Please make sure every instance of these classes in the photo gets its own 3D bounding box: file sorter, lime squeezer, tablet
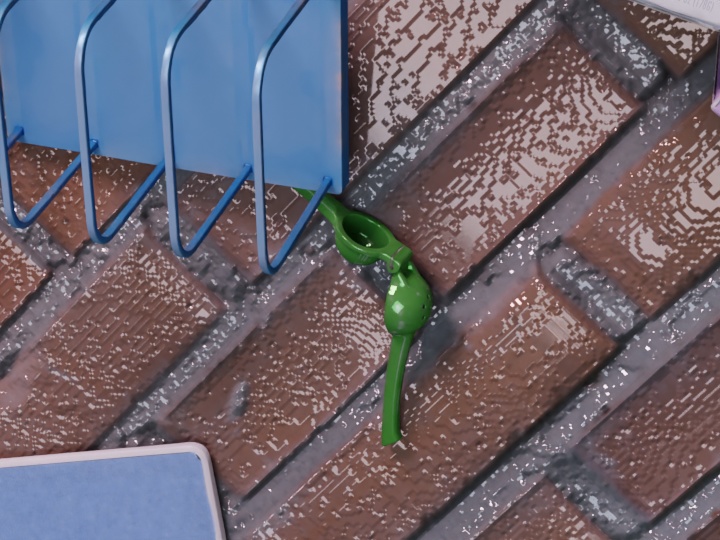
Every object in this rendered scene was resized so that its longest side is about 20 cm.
[{"bbox_3d":[-0.119,-0.091,1.119,0.199,0.123,0.139,10,124,15],"label":"file sorter"},{"bbox_3d":[0.000,0.000,1.207,0.070,0.038,0.201,-14,108,48],"label":"lime squeezer"},{"bbox_3d":[-0.176,0.170,1.300,0.199,0.014,0.131,-6,106,11],"label":"tablet"}]

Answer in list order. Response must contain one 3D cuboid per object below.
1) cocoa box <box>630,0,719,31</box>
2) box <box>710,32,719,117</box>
[{"bbox_3d":[0.135,-0.212,1.017,0.133,0.200,0.132,20,110,3],"label":"cocoa box"},{"bbox_3d":[0.277,-0.072,1.050,0.200,0.176,0.097,38,111,-3],"label":"box"}]
